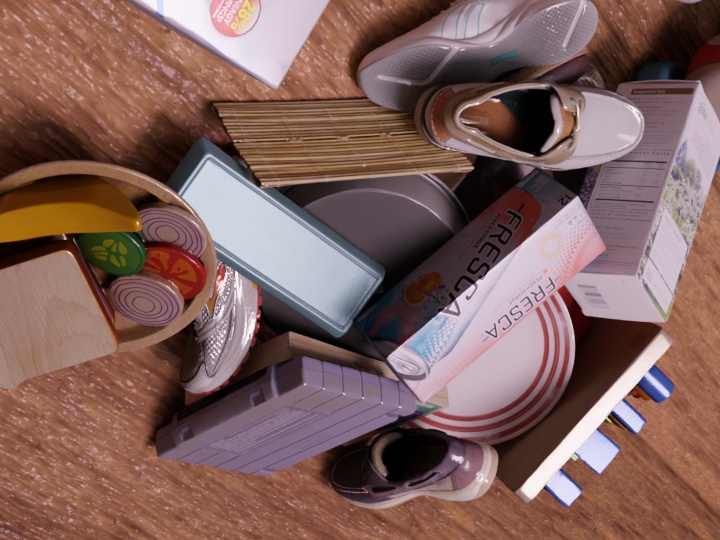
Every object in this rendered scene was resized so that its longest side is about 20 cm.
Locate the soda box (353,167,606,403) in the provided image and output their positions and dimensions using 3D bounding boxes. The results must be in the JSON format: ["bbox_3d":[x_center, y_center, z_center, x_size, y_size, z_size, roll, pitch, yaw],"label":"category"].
[{"bbox_3d":[0.097,0.011,0.952,0.200,0.064,0.068,-41,128,-4],"label":"soda box"}]

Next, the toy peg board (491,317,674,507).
[{"bbox_3d":[0.219,0.143,1.153,0.098,0.199,0.200,42,88,-12],"label":"toy peg board"}]

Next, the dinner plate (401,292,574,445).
[{"bbox_3d":[0.097,0.069,1.097,0.200,0.024,0.200,2,106,7],"label":"dinner plate"}]

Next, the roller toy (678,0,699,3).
[{"bbox_3d":[0.206,-0.297,0.912,0.182,0.200,0.140,7,110,-31],"label":"roller toy"}]

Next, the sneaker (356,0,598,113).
[{"bbox_3d":[0.090,-0.191,0.979,0.200,0.080,0.070,-19,136,-1],"label":"sneaker"}]

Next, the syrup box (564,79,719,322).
[{"bbox_3d":[0.244,-0.062,1.023,0.079,0.081,0.200,46,58,-45],"label":"syrup box"}]

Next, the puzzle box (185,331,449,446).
[{"bbox_3d":[-0.035,0.108,1.034,0.133,0.025,0.200,-26,147,35],"label":"puzzle box"}]

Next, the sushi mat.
[{"bbox_3d":[-0.013,-0.104,0.939,0.200,0.096,0.012,-7,141,-31],"label":"sushi mat"}]

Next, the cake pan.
[{"bbox_3d":[0.000,0.000,0.992,0.200,0.037,0.200,-3,121,-5],"label":"cake pan"}]

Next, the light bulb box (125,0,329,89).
[{"bbox_3d":[-0.100,-0.259,0.769,0.200,0.125,0.198,27,99,-40],"label":"light bulb box"}]

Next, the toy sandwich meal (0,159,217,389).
[{"bbox_3d":[-0.203,0.008,0.847,0.205,0.070,0.205,-2,132,-3],"label":"toy sandwich meal"}]

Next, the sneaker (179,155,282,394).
[{"bbox_3d":[-0.125,0.003,0.945,0.082,0.078,0.200,2,106,-28],"label":"sneaker"}]

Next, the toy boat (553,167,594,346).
[{"bbox_3d":[0.190,-0.003,1.107,0.130,0.131,0.200,-17,124,-27],"label":"toy boat"}]

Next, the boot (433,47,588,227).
[{"bbox_3d":[0.147,-0.084,1.031,0.200,0.072,0.166,-36,99,4],"label":"boot"}]

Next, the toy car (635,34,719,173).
[{"bbox_3d":[0.393,-0.204,1.139,0.177,0.184,0.200,43,59,-41],"label":"toy car"}]

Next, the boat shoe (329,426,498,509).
[{"bbox_3d":[0.036,0.175,1.085,0.065,0.200,0.072,39,59,-29],"label":"boat shoe"}]

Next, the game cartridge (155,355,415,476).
[{"bbox_3d":[-0.068,0.125,0.998,0.130,0.038,0.200,23,142,-37],"label":"game cartridge"}]

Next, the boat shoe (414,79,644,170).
[{"bbox_3d":[0.147,-0.115,0.952,0.200,0.068,0.075,-3,100,-19],"label":"boat shoe"}]

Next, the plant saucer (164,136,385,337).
[{"bbox_3d":[-0.065,-0.019,0.912,0.200,0.019,0.070,35,90,-32],"label":"plant saucer"}]

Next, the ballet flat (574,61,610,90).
[{"bbox_3d":[0.243,-0.122,1.118,0.067,0.046,0.200,-25,135,25],"label":"ballet flat"}]
